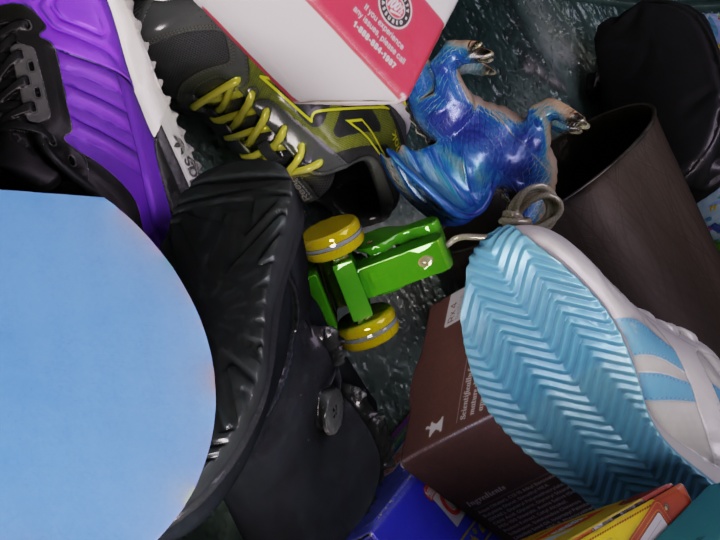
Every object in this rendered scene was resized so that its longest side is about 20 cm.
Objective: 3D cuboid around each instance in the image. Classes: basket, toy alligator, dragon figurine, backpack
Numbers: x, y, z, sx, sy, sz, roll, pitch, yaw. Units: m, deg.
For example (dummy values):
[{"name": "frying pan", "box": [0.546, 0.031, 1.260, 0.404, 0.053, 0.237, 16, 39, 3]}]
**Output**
[{"name": "basket", "box": [0.151, 0.032, 1.206, 0.201, 0.135, 0.180, 59, 27, -11]}, {"name": "toy alligator", "box": [0.000, 0.000, 1.039, 0.054, 0.199, 0.060, -123, -169, -72]}, {"name": "dragon figurine", "box": [0.045, -0.058, 1.074, 0.199, 0.100, 0.059, 35, -3, -2]}, {"name": "backpack", "box": [0.255, -0.076, 1.404, 0.200, 0.153, 0.164, 43, 32, -43]}]

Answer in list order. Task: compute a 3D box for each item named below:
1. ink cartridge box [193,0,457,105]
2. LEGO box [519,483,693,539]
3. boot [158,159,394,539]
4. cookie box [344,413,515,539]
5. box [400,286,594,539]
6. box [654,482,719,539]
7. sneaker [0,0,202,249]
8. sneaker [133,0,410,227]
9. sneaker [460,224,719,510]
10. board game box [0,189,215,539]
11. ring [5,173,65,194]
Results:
[{"name": "ink cartridge box", "box": [-0.005, -0.200, 1.021, 0.148, 0.085, 0.201, 44, 61, -35]}, {"name": "LEGO box", "box": [0.037, 0.166, 0.858, 0.199, 0.148, 0.078, -19, 83, -49]}, {"name": "boot", "box": [-0.046, 0.077, 0.914, 0.201, 0.076, 0.169, -73, 152, -43]}, {"name": "cookie box", "box": [0.073, 0.172, 1.067, 0.201, 0.075, 0.171, 55, 38, -8]}, {"name": "box", "box": [0.117, 0.094, 1.047, 0.199, 0.075, 0.101, 36, 44, -25]}, {"name": "box", "box": [0.124, 0.151, 0.805, 0.200, 0.049, 0.083, -33, 96, -49]}, {"name": "sneaker", "box": [-0.139, -0.070, 0.943, 0.099, 0.069, 0.201, -30, 92, -51]}, {"name": "sneaker", "box": [-0.040, -0.082, 1.094, 0.199, 0.074, 0.085, 20, 54, -42]}, {"name": "sneaker", "box": [0.115, 0.052, 0.965, 0.200, 0.076, 0.081, 49, 33, -22]}, {"name": "board game box", "box": [-0.153, 0.043, 0.799, 0.198, 0.039, 0.159, 3, 55, -23]}, {"name": "ring", "box": [-0.207, -0.047, 0.921, 0.200, 0.019, 0.202, 27, 49, -36]}]
